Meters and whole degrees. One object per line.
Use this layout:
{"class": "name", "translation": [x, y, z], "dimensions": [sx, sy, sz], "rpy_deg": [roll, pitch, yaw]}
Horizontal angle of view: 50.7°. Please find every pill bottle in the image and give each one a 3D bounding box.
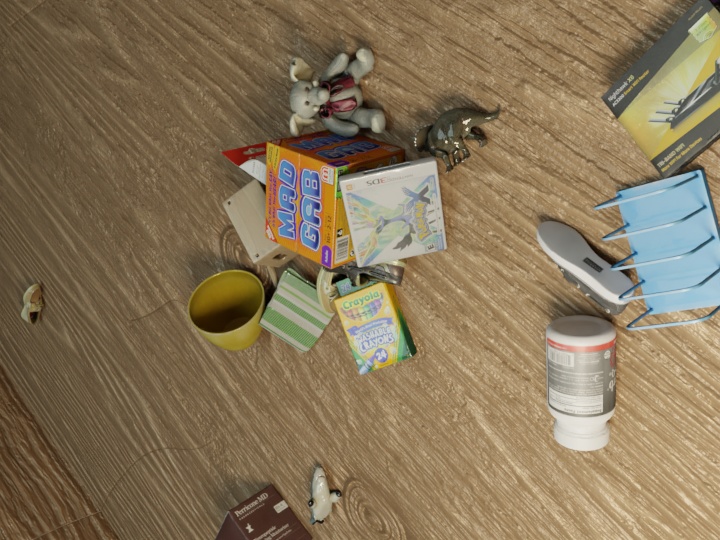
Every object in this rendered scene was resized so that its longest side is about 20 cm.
{"class": "pill bottle", "translation": [0.372, 0.189, 1.281], "dimensions": [0.114, 0.115, 0.204], "rpy_deg": [10, 112, 42]}

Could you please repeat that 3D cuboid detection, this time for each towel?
{"class": "towel", "translation": [-0.149, 0.100, 1.805], "dimensions": [0.151, 0.023, 0.201], "rpy_deg": [33, 129, 0]}

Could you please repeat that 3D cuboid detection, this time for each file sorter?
{"class": "file sorter", "translation": [0.445, -0.025, 1.125], "dimensions": [0.137, 0.122, 0.204], "rpy_deg": [-13, 95, 47]}

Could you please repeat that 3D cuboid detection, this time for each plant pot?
{"class": "plant pot", "translation": [-0.322, 0.122, 1.928], "dimensions": [0.199, 0.200, 0.143], "rpy_deg": [32, 152, 33]}

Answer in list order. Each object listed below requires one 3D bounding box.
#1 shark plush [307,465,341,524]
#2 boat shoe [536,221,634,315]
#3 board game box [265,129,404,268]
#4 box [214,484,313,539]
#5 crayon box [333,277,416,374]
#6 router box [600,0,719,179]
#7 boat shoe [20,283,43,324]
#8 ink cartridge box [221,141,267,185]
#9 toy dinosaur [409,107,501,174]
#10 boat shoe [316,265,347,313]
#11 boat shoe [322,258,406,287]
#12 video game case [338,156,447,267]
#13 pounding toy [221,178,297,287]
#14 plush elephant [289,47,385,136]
{"class": "shark plush", "translation": [-0.101, 0.595, 1.971], "dimensions": [0.202, 0.089, 0.084], "rpy_deg": [88, 158, -46]}
{"class": "boat shoe", "translation": [0.366, -0.001, 1.259], "dimensions": [0.200, 0.069, 0.067], "rpy_deg": [42, 149, 30]}
{"class": "board game box", "translation": [-0.054, -0.153, 1.526], "dimensions": [0.198, 0.198, 0.204], "rpy_deg": [24, 121, 37]}
{"class": "box", "translation": [-0.267, 0.743, 2.090], "dimensions": [0.200, 0.164, 0.166], "rpy_deg": [46, 133, 22]}
{"class": "crayon box", "translation": [0.026, 0.104, 1.611], "dimensions": [0.124, 0.051, 0.204], "rpy_deg": [-21, 89, 20]}
{"class": "router box", "translation": [0.464, -0.255, 1.072], "dimensions": [0.159, 0.052, 0.200], "rpy_deg": [56, 135, 15]}
{"class": "boat shoe", "translation": [-1.270, 0.132, 2.963], "dimensions": [0.066, 0.074, 0.201], "rpy_deg": [40, 132, 11]}
{"class": "ink cartridge box", "translation": [-0.182, -0.247, 1.651], "dimensions": [0.199, 0.159, 0.048], "rpy_deg": [36, 129, 31]}
{"class": "toy dinosaur", "translation": [0.164, -0.243, 1.365], "dimensions": [0.103, 0.077, 0.199], "rpy_deg": [54, 140, -2]}
{"class": "boat shoe", "translation": [-0.048, 0.006, 1.673], "dimensions": [0.063, 0.072, 0.205], "rpy_deg": [25, 114, 42]}
{"class": "boat shoe", "translation": [0.001, 0.000, 1.565], "dimensions": [0.197, 0.072, 0.067], "rpy_deg": [1, 73, 30]}
{"class": "video game case", "translation": [0.064, -0.105, 1.421], "dimensions": [0.022, 0.178, 0.203], "rpy_deg": [-99, -3, -51]}
{"class": "pounding toy", "translation": [-0.212, -0.079, 1.735], "dimensions": [0.141, 0.200, 0.186], "rpy_deg": [-32, 80, 11]}
{"class": "plush elephant", "translation": [-0.070, -0.343, 1.502], "dimensions": [0.198, 0.153, 0.169], "rpy_deg": [2, 102, 46]}
